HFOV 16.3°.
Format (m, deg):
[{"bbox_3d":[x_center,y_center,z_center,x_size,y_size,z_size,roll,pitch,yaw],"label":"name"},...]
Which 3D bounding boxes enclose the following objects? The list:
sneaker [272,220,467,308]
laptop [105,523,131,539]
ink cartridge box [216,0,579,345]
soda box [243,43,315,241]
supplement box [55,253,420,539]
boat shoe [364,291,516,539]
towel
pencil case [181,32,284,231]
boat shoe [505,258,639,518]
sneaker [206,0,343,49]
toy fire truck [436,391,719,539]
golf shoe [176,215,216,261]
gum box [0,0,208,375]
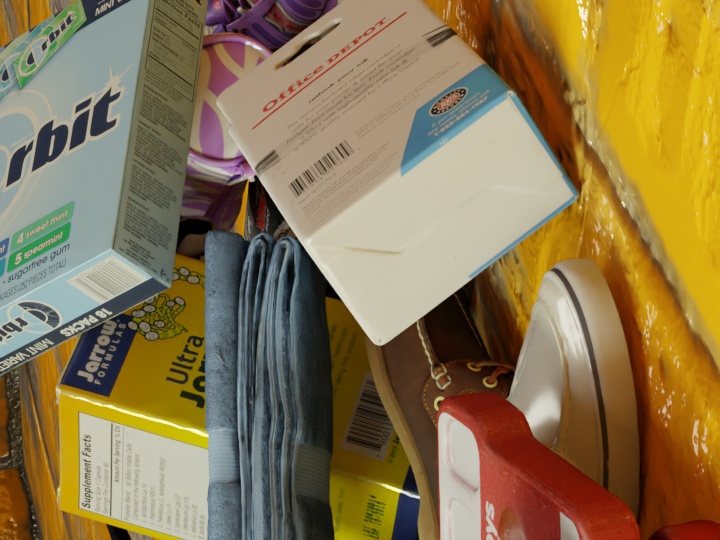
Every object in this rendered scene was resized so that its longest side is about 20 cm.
[{"bbox_3d":[-0.001,-0.001,1.397,0.201,0.108,0.067,-19,120,48],"label":"sneaker"},{"bbox_3d":[-0.105,0.228,1.795,0.177,0.103,0.201,-124,12,-62],"label":"laptop"},{"bbox_3d":[0.011,-0.059,1.185,0.068,0.116,0.200,54,-179,-27],"label":"ink cartridge box"},{"bbox_3d":[-0.030,-0.044,1.511,0.201,0.063,0.071,98,158,-51],"label":"soda box"},{"bbox_3d":[-0.051,0.081,1.326,0.109,0.198,0.110,99,-171,-51],"label":"supplement box"},{"bbox_3d":[0.058,0.079,1.226,0.070,0.070,0.201,-33,63,34],"label":"boat shoe"},{"bbox_3d":[-0.039,0.086,1.194,0.112,0.048,0.202,45,-138,-73],"label":"towel"},{"bbox_3d":[-0.088,-0.069,1.445,0.086,0.084,0.200,59,164,5],"label":"pencil case"},{"bbox_3d":[0.080,0.092,1.107,0.071,0.069,0.201,-121,26,-59],"label":"boat shoe"},{"bbox_3d":[-0.051,-0.167,1.486,0.200,0.083,0.081,110,149,-62],"label":"sneaker"},{"bbox_3d":[0.078,0.165,1.030,0.168,0.111,0.202,-142,46,-63],"label":"toy fire truck"},{"bbox_3d":[-0.109,0.015,1.442,0.200,0.092,0.073,44,-165,-53],"label":"golf shoe"},{"bbox_3d":[-0.162,-0.051,1.338,0.169,0.044,0.201,-26,44,36],"label":"gum box"}]
